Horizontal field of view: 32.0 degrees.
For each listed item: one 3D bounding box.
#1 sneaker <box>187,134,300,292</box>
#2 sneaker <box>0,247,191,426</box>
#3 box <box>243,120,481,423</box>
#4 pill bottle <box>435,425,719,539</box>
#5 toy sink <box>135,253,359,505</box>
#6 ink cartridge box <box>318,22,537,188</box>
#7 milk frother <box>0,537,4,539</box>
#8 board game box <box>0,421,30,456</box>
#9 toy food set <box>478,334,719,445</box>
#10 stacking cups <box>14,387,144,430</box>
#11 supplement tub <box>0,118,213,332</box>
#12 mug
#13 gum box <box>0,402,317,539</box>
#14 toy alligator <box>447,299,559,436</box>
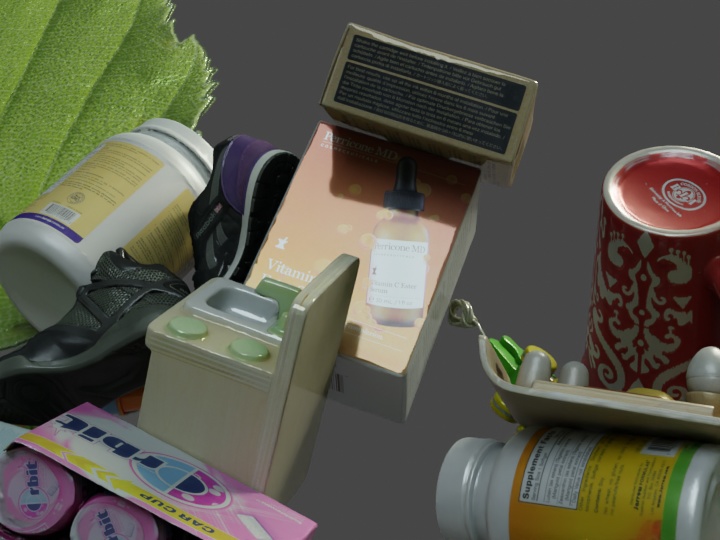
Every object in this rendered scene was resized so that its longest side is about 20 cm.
[{"bbox_3d":[-0.117,-0.021,1.119,0.087,0.201,0.075,26,10,37],"label":"sneaker"},{"bbox_3d":[-0.225,0.054,1.033,0.198,0.076,0.115,-25,39,11],"label":"sneaker"},{"bbox_3d":[0.000,0.000,1.056,0.151,0.107,0.201,17,64,10],"label":"box"},{"bbox_3d":[0.158,0.169,0.883,0.199,0.112,0.111,2,40,34],"label":"pill bottle"},{"bbox_3d":[-0.090,0.079,0.921,0.111,0.201,0.130,19,22,11],"label":"toy sink"},{"bbox_3d":[0.063,-0.136,1.075,0.164,0.200,0.076,19,91,6],"label":"ink cartridge box"},{"bbox_3d":[-0.262,0.242,0.785,0.188,0.200,0.181,27,81,46],"label":"milk frother"},{"bbox_3d":[-0.361,0.181,1.005,0.199,0.065,0.148,13,45,21],"label":"board game box"},{"bbox_3d":[0.188,0.083,0.886,0.198,0.144,0.061,8,75,16],"label":"toy food set"},{"bbox_3d":[-0.226,0.103,1.073,0.198,0.061,0.061,-8,41,0],"label":"stacking cups"},{"bbox_3d":[-0.223,-0.036,1.161,0.145,0.146,0.200,19,48,27],"label":"supplement tub"},{"bbox_3d":[0.260,0.019,0.980,0.177,0.201,0.134,19,47,28],"label":"mug"},{"bbox_3d":[-0.139,0.164,0.825,0.199,0.067,0.113,26,9,8],"label":"gum box"},{"bbox_3d":[0.138,0.091,1.034,0.054,0.060,0.200,15,27,-38],"label":"toy alligator"}]
